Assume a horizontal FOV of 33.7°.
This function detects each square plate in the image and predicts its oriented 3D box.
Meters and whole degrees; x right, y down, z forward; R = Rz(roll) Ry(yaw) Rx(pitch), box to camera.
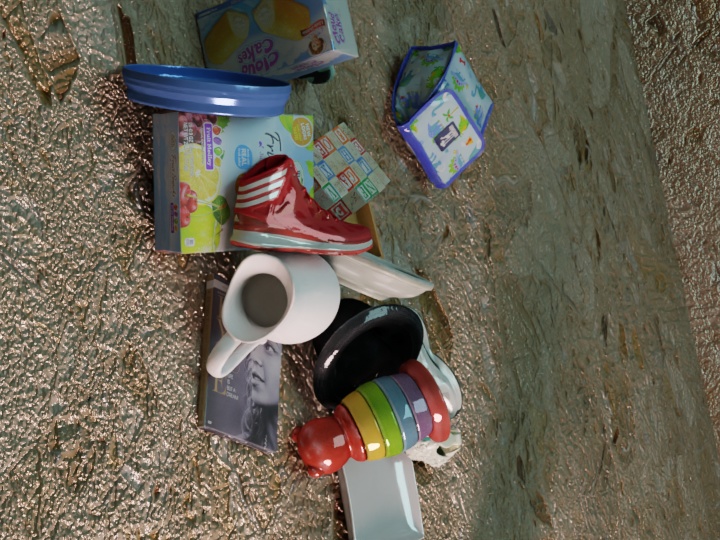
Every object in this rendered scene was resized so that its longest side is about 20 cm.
[{"bbox_3d":[0.021,0.306,1.715,0.198,0.028,0.200,1,78,-60],"label":"square plate"}]

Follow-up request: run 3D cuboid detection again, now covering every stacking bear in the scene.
[{"bbox_3d":[0.009,0.208,1.596,0.122,0.200,0.114,63,-14,13],"label":"stacking bear"}]

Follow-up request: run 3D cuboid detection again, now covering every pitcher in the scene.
[{"bbox_3d":[-0.112,0.053,1.479,0.121,0.172,0.200,39,12,11],"label":"pitcher"}]

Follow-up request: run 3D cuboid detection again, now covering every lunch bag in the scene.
[{"bbox_3d":[0.135,-0.269,2.061,0.170,0.127,0.200,51,51,-41],"label":"lunch bag"}]

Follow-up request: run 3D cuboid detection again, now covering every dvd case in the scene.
[{"bbox_3d":[-0.149,0.119,1.510,0.149,0.016,0.200,32,51,-51],"label":"dvd case"}]

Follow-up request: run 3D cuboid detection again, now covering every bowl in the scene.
[{"bbox_3d":[-0.184,-0.215,1.419,0.201,0.200,0.039,-16,116,-60],"label":"bowl"}]

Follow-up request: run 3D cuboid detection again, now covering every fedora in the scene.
[{"bbox_3d":[-0.006,0.102,1.657,0.092,0.201,0.201,49,13,35],"label":"fedora"}]

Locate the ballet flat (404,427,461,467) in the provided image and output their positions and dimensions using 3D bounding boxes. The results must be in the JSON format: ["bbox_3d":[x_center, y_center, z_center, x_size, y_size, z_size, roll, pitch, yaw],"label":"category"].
[{"bbox_3d":[0.120,0.266,1.828,0.200,0.072,0.072,18,62,-69],"label":"ballet flat"}]

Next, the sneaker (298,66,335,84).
[{"bbox_3d":[-0.091,-0.382,1.753,0.200,0.078,0.140,50,40,-39],"label":"sneaker"}]

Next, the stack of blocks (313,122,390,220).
[{"bbox_3d":[-0.041,-0.130,1.699,0.115,0.059,0.200,52,27,-4],"label":"stack of blocks"}]

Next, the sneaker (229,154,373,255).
[{"bbox_3d":[-0.062,-0.080,1.439,0.200,0.078,0.116,0,97,-42],"label":"sneaker"}]

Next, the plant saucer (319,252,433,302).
[{"bbox_3d":[0.000,0.000,1.609,0.200,0.200,0.050,20,94,-56],"label":"plant saucer"}]

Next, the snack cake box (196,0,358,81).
[{"bbox_3d":[-0.111,-0.311,1.565,0.067,0.200,0.115,-4,81,-59],"label":"snack cake box"}]

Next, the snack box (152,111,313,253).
[{"bbox_3d":[-0.152,-0.109,1.453,0.200,0.068,0.169,-5,97,-41],"label":"snack box"}]

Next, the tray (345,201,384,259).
[{"bbox_3d":[-0.036,-0.048,1.753,0.200,0.037,0.099,-15,92,-59],"label":"tray"}]

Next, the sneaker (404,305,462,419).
[{"bbox_3d":[0.077,0.165,1.841,0.115,0.076,0.201,-42,107,-48],"label":"sneaker"}]
